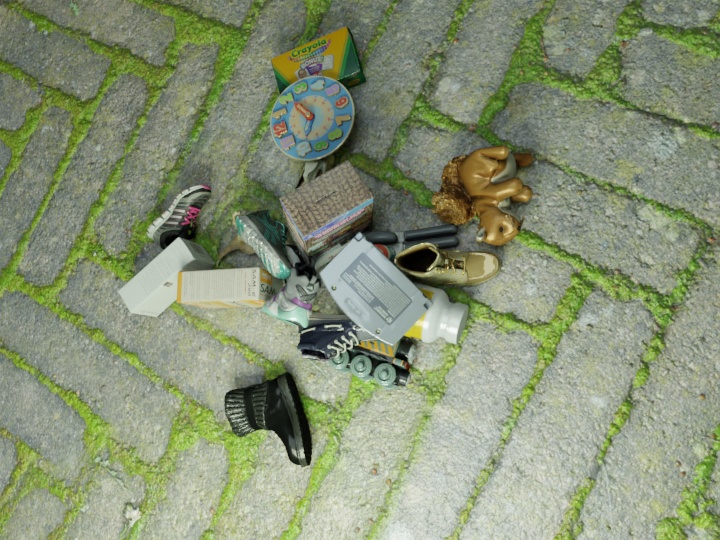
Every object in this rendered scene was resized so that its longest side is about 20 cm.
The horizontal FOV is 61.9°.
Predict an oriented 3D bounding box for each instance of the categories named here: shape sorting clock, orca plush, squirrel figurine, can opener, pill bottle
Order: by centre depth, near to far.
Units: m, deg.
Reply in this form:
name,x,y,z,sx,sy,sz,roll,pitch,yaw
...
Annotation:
name,x,y,z,sx,sy,sz,roll,pitch,yaw
pill bottle,0.112,0.081,1.221,0.199,0.112,0.113,17,86,19
squirrel figurine,0.248,-0.144,1.224,0.199,0.141,0.188,-2,91,30
can opener,0.108,-0.063,1.274,0.199,0.066,0.053,-6,78,11
orca plush,-0.116,0.034,1.318,0.071,0.105,0.201,-5,53,-21
shape sorting clock,-0.109,-0.340,1.334,0.199,0.039,0.201,-3,80,18

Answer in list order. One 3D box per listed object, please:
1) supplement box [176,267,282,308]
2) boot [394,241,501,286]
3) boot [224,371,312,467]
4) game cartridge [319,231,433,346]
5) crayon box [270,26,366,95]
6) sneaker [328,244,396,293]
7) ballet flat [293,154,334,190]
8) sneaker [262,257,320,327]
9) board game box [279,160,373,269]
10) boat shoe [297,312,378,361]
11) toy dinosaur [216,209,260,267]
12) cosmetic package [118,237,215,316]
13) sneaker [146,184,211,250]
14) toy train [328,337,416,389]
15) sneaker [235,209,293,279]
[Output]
name,x,y,z,sx,sy,sz,roll,pitch,yaw
supplement box,-0.289,0.042,1.340,0.199,0.126,0.074,-3,79,17
boot,0.176,-0.015,1.194,0.199,0.155,0.073,-1,81,16
boot,-0.197,0.336,1.287,0.157,0.079,0.212,-22,65,5
game cartridge,0.024,0.041,1.149,0.200,0.042,0.133,45,91,3
crayon box,-0.098,-0.467,1.400,0.199,0.058,0.119,-19,77,13
sneaker,0.000,-0.001,1.272,0.200,0.093,0.071,-37,66,51
ballet flat,-0.119,-0.191,1.359,0.070,0.071,0.201,23,89,19
sneaker,-0.128,0.038,1.223,0.077,0.200,0.141,26,81,-25
board game box,-0.065,-0.106,1.238,0.159,0.200,0.097,-31,73,-11
boat shoe,-0.031,0.138,1.191,0.199,0.075,0.093,-2,47,20
toy dinosaur,-0.270,-0.082,1.390,0.199,0.058,0.102,-21,77,13
cosmetic package,-0.452,0.018,1.406,0.200,0.102,0.074,-42,71,7
sneaker,-0.419,-0.119,1.434,0.200,0.074,0.088,-41,72,12
toy train,0.018,0.172,1.254,0.199,0.085,0.115,16,76,18
sneaker,-0.190,-0.067,1.306,0.091,0.078,0.200,-28,61,-24
